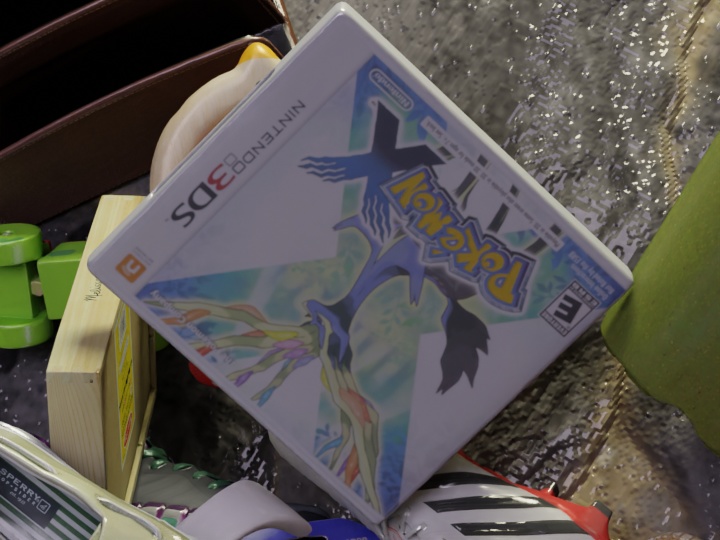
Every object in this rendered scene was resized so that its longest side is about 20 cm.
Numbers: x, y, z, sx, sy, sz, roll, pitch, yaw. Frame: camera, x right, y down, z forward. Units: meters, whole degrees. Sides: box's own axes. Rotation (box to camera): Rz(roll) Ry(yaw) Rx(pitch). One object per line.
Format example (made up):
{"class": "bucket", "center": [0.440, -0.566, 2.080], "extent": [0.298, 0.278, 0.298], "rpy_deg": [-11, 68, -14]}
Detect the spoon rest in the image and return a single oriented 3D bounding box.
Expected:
{"class": "spoon rest", "center": [-0.108, 0.184, 1.348], "extent": [0.099, 0.061, 0.200], "rpy_deg": [35, 82, 27]}

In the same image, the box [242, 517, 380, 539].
{"class": "box", "center": [-0.004, 0.220, 1.394], "extent": [0.041, 0.119, 0.200], "rpy_deg": [-54, 50, 42]}

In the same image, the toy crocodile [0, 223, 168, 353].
{"class": "toy crocodile", "center": [-0.155, 0.005, 1.568], "extent": [0.200, 0.062, 0.068], "rpy_deg": [3, 111, 21]}

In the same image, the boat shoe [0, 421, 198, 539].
{"class": "boat shoe", "center": [-0.121, 0.141, 1.296], "extent": [0.200, 0.062, 0.072], "rpy_deg": [32, 93, 12]}

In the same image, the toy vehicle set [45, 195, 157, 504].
{"class": "toy vehicle set", "center": [-0.132, 0.058, 1.434], "extent": [0.026, 0.124, 0.200], "rpy_deg": [1, 26, 3]}

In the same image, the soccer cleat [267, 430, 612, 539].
{"class": "soccer cleat", "center": [0.034, 0.127, 1.417], "extent": [0.200, 0.069, 0.085], "rpy_deg": [25, 53, 13]}

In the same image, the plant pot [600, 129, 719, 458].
{"class": "plant pot", "center": [0.222, -0.002, 1.359], "extent": [0.190, 0.200, 0.200], "rpy_deg": [-50, 61, 11]}

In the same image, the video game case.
{"class": "video game case", "center": [0.000, 0.000, 1.347], "extent": [0.200, 0.022, 0.182], "rpy_deg": [42, 104, -13]}

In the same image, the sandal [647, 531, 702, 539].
{"class": "sandal", "center": [0.169, 0.159, 1.387], "extent": [0.212, 0.078, 0.070], "rpy_deg": [-36, 30, -1]}

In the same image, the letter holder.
{"class": "letter holder", "center": [-0.153, -0.126, 1.565], "extent": [0.200, 0.142, 0.101], "rpy_deg": [-24, 64, 12]}

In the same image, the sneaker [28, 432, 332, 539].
{"class": "sneaker", "center": [-0.106, 0.119, 1.498], "extent": [0.200, 0.074, 0.088], "rpy_deg": [-3, 65, 22]}

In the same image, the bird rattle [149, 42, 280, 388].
{"class": "bird rattle", "center": [-0.039, -0.030, 1.498], "extent": [0.163, 0.113, 0.200], "rpy_deg": [39, 97, 0]}
